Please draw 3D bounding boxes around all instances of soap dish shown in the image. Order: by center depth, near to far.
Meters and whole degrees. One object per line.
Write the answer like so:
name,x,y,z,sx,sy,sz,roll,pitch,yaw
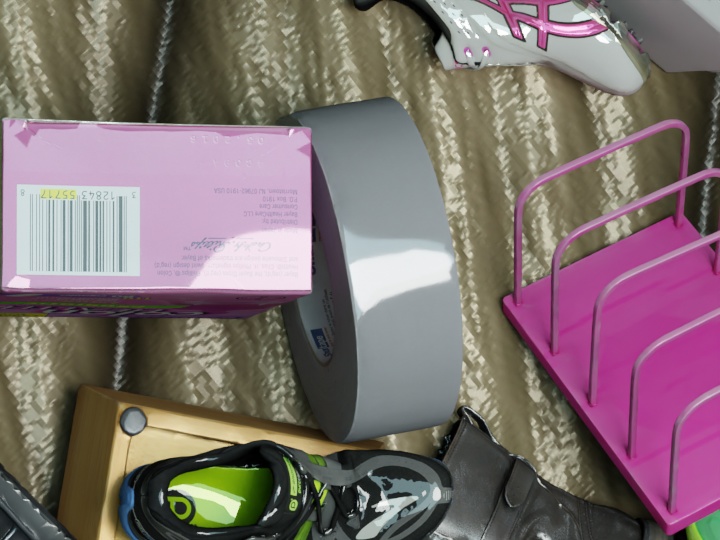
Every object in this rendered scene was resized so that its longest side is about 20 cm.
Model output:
soap dish,-0.084,0.161,1.444,0.199,0.081,0.158,12,76,-14

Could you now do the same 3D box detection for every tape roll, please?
tape roll,0.000,0.000,1.424,0.066,0.200,0.202,-10,88,-14

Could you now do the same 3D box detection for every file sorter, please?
file sorter,0.195,0.027,1.459,0.138,0.126,0.200,-25,54,-14

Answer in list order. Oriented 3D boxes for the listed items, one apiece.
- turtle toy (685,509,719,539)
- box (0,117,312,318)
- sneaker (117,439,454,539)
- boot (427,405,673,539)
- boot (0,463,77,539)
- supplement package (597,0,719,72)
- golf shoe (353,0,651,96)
turtle toy,0.286,0.147,1.522,0.200,0.101,0.146,-30,90,-36
box,-0.133,-0.026,1.395,0.175,0.200,0.097,1,86,-14
sneaker,-0.039,0.136,1.375,0.198,0.083,0.071,1,79,-16
boot,0.093,0.206,1.503,0.173,0.069,0.201,24,70,-10
boot,-0.282,0.178,1.360,0.200,0.066,0.165,-45,96,-6
supplement package,0.186,-0.231,1.509,0.200,0.121,0.120,37,77,-23
golf shoe,0.090,-0.158,1.529,0.199,0.073,0.092,30,85,1
